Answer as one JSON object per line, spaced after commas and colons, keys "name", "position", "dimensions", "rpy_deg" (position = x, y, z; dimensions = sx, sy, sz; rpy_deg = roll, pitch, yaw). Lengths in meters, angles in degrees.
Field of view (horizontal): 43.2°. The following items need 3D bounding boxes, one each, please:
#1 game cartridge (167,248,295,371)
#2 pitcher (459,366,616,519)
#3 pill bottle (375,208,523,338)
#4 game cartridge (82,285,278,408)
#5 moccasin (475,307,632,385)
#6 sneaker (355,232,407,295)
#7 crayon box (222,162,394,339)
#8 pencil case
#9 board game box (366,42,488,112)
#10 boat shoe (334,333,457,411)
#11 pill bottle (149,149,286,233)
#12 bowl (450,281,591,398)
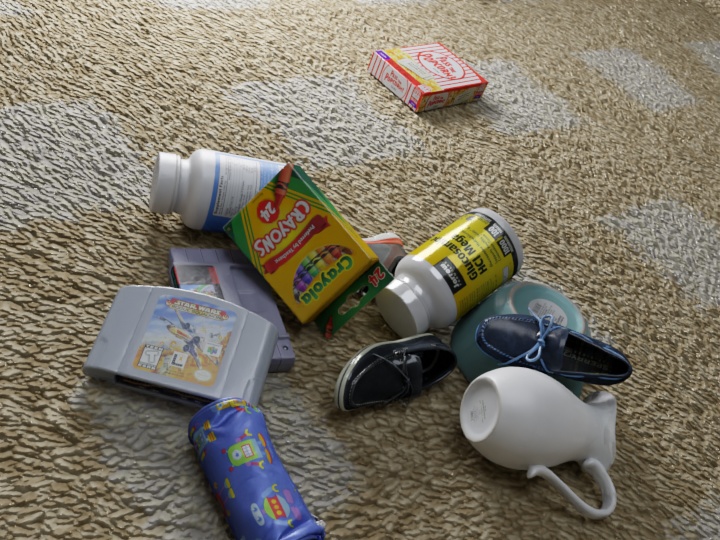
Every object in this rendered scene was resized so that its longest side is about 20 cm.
{"name": "game cartridge", "position": [-0.169, 0.046, 1.157], "dimensions": [0.129, 0.038, 0.200], "rpy_deg": [4, 42, -30]}
{"name": "pitcher", "position": [0.227, 0.210, 1.111], "dimensions": [0.199, 0.121, 0.172], "rpy_deg": [17, 50, -27]}
{"name": "pill bottle", "position": [0.121, 0.007, 1.256], "dimensions": [0.200, 0.113, 0.112], "rpy_deg": [-35, 64, -25]}
{"name": "game cartridge", "position": [-0.202, 0.087, 1.051], "dimensions": [0.199, 0.042, 0.134], "rpy_deg": [14, 56, -1]}
{"name": "moccasin", "position": [0.247, 0.092, 1.141], "dimensions": [0.199, 0.068, 0.081], "rpy_deg": [11, 82, -2]}
{"name": "sneaker", "position": [0.000, 0.000, 1.266], "dimensions": [0.199, 0.077, 0.082], "rpy_deg": [-14, 58, -37]}
{"name": "crayon box", "position": [-0.067, -0.024, 1.178], "dimensions": [0.200, 0.127, 0.051], "rpy_deg": [48, 11, 9]}
{"name": "pencil case", "position": [-0.107, 0.224, 0.939], "dimensions": [0.087, 0.078, 0.200], "rpy_deg": [-25, 55, -15]}
{"name": "board game box", "position": [0.135, -0.387, 1.810], "dimensions": [0.200, 0.046, 0.152], "rpy_deg": [-20, 55, -42]}
{"name": "boat shoe", "position": [0.047, 0.127, 1.133], "dimensions": [0.062, 0.075, 0.200], "rpy_deg": [20, 24, 40]}
{"name": "pill bottle", "position": [-0.187, -0.107, 1.263], "dimensions": [0.199, 0.113, 0.113], "rpy_deg": [9, 40, -18]}
{"name": "bowl", "position": [0.235, 0.092, 1.252], "dimensions": [0.200, 0.105, 0.201], "rpy_deg": [13, 39, -11]}
